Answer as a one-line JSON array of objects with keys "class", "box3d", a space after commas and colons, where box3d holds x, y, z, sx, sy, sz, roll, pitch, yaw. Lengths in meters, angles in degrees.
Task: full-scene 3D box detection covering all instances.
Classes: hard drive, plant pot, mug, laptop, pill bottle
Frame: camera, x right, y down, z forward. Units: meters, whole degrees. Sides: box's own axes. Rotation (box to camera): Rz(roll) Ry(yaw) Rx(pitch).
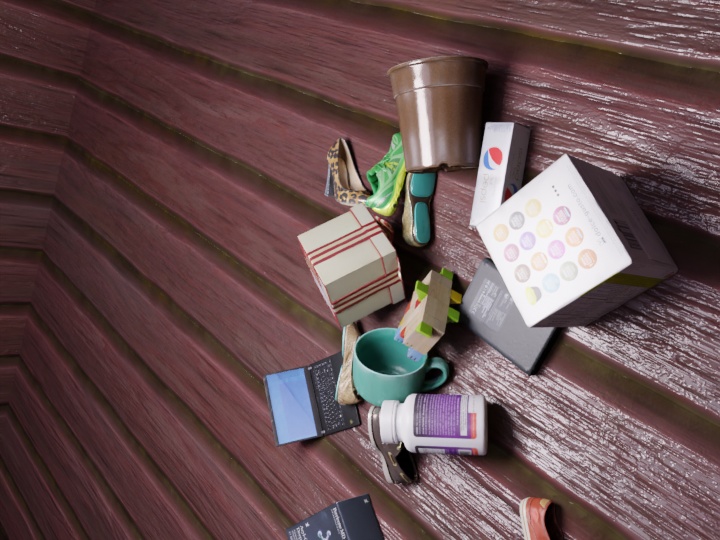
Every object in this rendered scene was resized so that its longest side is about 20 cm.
[{"class": "hard drive", "box3d": [0.283, 0.085, 1.258, 0.200, 0.033, 0.140, 40, 113, 38]}, {"class": "plant pot", "box3d": [0.157, -0.298, 1.304, 0.199, 0.199, 0.200, -1, 94, 43]}, {"class": "mug", "box3d": [0.071, 0.217, 1.368, 0.184, 0.152, 0.115, 28, 131, 32]}, {"class": "laptop", "box3d": [-0.119, 0.305, 1.572, 0.199, 0.103, 0.179, -27, 70, 39]}, {"class": "pill bottle", "box3d": [0.142, 0.294, 1.270, 0.198, 0.111, 0.112, -1, 86, 13]}]

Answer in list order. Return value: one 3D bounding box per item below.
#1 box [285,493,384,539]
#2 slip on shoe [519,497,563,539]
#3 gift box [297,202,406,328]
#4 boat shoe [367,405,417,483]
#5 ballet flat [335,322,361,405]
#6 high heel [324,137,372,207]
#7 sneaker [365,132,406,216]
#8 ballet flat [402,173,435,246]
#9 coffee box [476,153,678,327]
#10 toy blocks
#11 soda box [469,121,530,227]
[{"class": "box", "box3d": [-0.053, 0.616, 1.487, 0.200, 0.107, 0.149, -40, 61, 33]}, {"class": "slip on shoe", "box3d": [0.335, 0.501, 1.160, 0.061, 0.074, 0.202, -25, 66, 36]}, {"class": "gift box", "box3d": [0.000, 0.000, 1.401, 0.186, 0.185, 0.201, -27, 55, -8]}, {"class": "boat shoe", "box3d": [0.068, 0.364, 1.373, 0.059, 0.072, 0.201, -4, 117, 28]}, {"class": "ballet flat", "box3d": [-0.013, 0.209, 1.516, 0.065, 0.070, 0.202, 6, 92, 14]}, {"class": "high heel", "box3d": [-0.020, -0.227, 1.533, 0.200, 0.071, 0.144, 27, 112, 50]}, {"class": "sneaker", "box3d": [0.058, -0.217, 1.421, 0.074, 0.083, 0.201, 106, 178, -68]}, {"class": "ballet flat", "box3d": [0.118, -0.151, 1.412, 0.070, 0.070, 0.202, 1, 88, 43]}, {"class": "coffee box", "box3d": [0.353, -0.037, 1.088, 0.198, 0.199, 0.201, -40, 61, 35]}, {"class": "toy blocks", "box3d": [0.121, 0.100, 1.324, 0.137, 0.099, 0.201, -55, 11, 40]}, {"class": "soda box", "box3d": [0.268, -0.178, 1.266, 0.063, 0.068, 0.202, 13, 96, 43]}]
